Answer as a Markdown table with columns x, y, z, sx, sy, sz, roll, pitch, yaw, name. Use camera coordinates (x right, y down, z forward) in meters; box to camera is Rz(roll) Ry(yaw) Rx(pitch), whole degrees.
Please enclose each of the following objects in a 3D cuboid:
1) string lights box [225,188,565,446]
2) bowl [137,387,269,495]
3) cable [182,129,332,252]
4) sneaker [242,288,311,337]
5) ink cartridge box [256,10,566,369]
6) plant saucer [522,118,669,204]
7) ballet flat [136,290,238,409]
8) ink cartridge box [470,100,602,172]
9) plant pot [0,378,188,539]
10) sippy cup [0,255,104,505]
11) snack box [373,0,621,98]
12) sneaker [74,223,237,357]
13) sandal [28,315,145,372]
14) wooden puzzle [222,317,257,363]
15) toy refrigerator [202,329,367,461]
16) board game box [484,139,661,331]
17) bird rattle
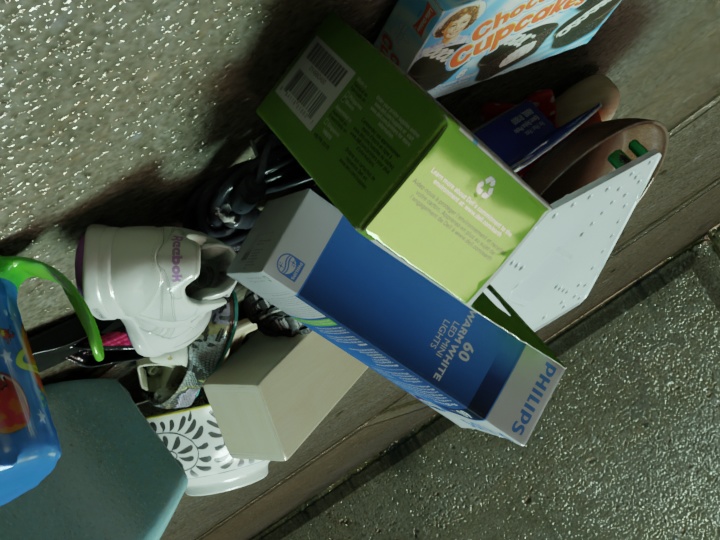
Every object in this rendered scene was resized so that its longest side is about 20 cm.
| x | y | z | sx | sy | sz | roll | pitch | yaw | name |
| --- | --- | --- | --- | --- | --- | --- | --- | --- | --- |
| 0.020 | 0.032 | 0.731 | 0.060 | 0.199 | 0.103 | -59 | -164 | -10 | string lights box |
| -0.145 | 0.171 | 1.181 | 0.197 | 0.096 | 0.201 | -12 | -178 | 0 | bowl |
| -0.031 | -0.062 | 0.839 | 0.198 | 0.051 | 0.163 | -20 | 163 | -42 | cable |
| 0.000 | 0.000 | 0.969 | 0.196 | 0.080 | 0.075 | -5 | 133 | 12 | sneaker |
| 0.052 | -0.044 | 0.681 | 0.199 | 0.148 | 0.076 | 32 | 103 | -41 | ink cartridge box |
| 0.176 | -0.058 | 0.981 | 0.199 | 0.037 | 0.201 | -34 | 155 | -18 | plant saucer |
| -0.160 | 0.073 | 1.016 | 0.071 | 0.073 | 0.201 | -23 | 163 | -30 | ballet flat |
| 0.068 | -0.074 | 0.883 | 0.199 | 0.044 | 0.196 | -31 | -177 | 34 | ink cartridge box |
| -0.265 | 0.207 | 1.017 | 0.199 | 0.197 | 0.196 | -35 | 170 | -26 | plant pot |
| -0.247 | 0.078 | 0.689 | 0.177 | 0.132 | 0.139 | -36 | 165 | 24 | sippy cup |
| 0.099 | -0.171 | 0.759 | 0.198 | 0.037 | 0.116 | -24 | 164 | -29 | snack box |
| -0.123 | 0.017 | 0.805 | 0.098 | 0.076 | 0.200 | -2 | 170 | 7 | sneaker |
| -0.195 | 0.055 | 0.906 | 0.198 | 0.045 | 0.075 | -25 | 165 | -24 | sandal |
| -0.063 | 0.056 | 1.198 | 0.198 | 0.038 | 0.185 | -28 | 171 | -18 | wooden puzzle |
| -0.052 | 0.078 | 1.030 | 0.069 | 0.077 | 0.200 | -3 | -153 | 33 | toy refrigerator |
| 0.140 | -0.002 | 0.948 | 0.198 | 0.026 | 0.201 | -27 | 151 | -29 | board game box |
| 0.167 | -0.120 | 1.053 | 0.163 | 0.113 | 0.201 | -40 | 156 | -13 | bird rattle |
